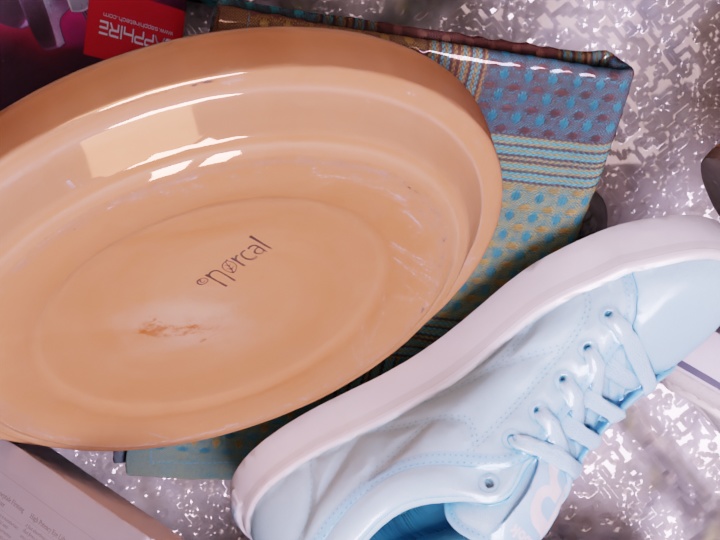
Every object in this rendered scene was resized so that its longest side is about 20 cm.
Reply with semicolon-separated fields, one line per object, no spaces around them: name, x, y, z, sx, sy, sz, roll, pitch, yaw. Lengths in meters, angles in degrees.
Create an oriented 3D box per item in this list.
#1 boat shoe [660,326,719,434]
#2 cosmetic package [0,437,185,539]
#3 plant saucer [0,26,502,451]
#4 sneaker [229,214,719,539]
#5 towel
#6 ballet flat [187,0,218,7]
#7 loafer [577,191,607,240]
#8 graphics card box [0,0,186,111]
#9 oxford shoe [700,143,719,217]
boat shoe;0.177;0.090;0.807;0.200;0.071;0.070;35;95;-10
cosmetic package;-0.126;0.099;0.752;0.051;0.200;0.083;28;88;-40
plant saucer;-0.049;0.001;0.678;0.199;0.200;0.032;-24;59;5
sneaker;0.055;0.061;0.746;0.199;0.074;0.082;-34;52;7
towel;0.000;0.000;0.763;0.146;0.022;0.201;7;127;-12
ballet flat;0.000;-0.178;0.778;0.200;0.071;0.071;-40;95;8
loafer;-0.004;-0.039;0.788;0.199;0.070;0.075;13;128;-17
graphics card box;-0.108;-0.120;0.667;0.051;0.125;0.201;0;83;41
oxford shoe;0.187;-0.008;0.760;0.200;0.071;0.071;33;94;-42
